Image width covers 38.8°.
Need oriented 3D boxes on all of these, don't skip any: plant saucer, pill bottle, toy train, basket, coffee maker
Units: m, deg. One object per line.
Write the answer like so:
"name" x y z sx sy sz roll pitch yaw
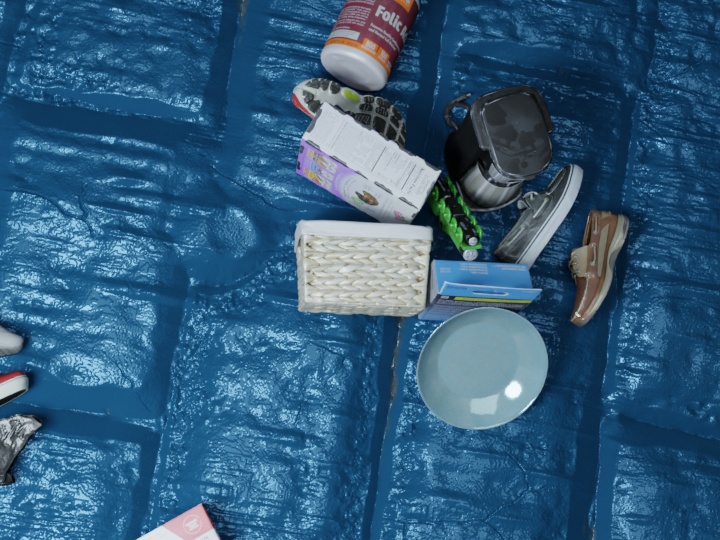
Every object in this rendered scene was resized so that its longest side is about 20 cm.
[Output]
"plant saucer" 0.179 0.141 1.529 0.199 0.039 0.203 -2 112 -5
"pill bottle" 0.026 -0.397 1.616 0.113 0.114 0.201 24 76 -2
"toy train" 0.139 -0.080 1.537 0.041 0.201 0.057 -6 123 -11
"basket" 0.000 0.000 1.518 0.198 0.136 0.125 4 81 -7
"coffee maker" 0.195 -0.201 1.552 0.134 0.200 0.192 -39 85 -14

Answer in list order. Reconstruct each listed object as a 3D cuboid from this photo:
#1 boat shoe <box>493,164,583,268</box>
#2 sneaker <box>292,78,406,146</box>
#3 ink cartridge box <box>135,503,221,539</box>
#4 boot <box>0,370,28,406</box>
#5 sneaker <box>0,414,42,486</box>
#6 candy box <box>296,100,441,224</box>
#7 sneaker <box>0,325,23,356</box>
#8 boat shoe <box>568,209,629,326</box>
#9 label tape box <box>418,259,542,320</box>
"boat shoe" 0.279 -0.092 1.605 0.071 0.072 0.201 33 78 -4
"sneaker" -0.017 -0.244 1.598 0.199 0.085 0.078 26 83 -24
"ink cartridge box" -0.226 0.442 1.423 0.116 0.068 0.201 -28 83 -12
"boot" -0.579 0.140 1.442 0.198 0.072 0.146 -17 79 -7
"sneaker" -0.529 0.283 1.419 0.103 0.060 0.201 24 82 -10
"candy box" 0.008 -0.149 1.532 0.199 0.168 0.072 31 77 -1
"sneaker" -0.572 0.062 1.459 0.198 0.075 0.088 23 71 -3
"boat shoe" 0.358 -0.007 1.602 0.071 0.076 0.201 23 67 2
"label tape box" 0.170 0.024 1.499 0.142 0.200 0.067 3 72 -7
